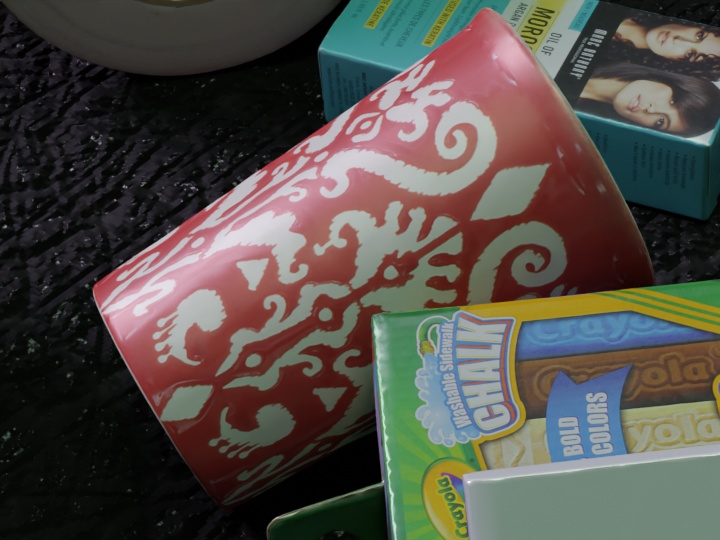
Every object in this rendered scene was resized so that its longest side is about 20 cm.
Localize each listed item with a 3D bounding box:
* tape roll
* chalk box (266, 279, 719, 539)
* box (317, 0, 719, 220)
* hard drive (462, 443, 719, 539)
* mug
[{"bbox_3d":[-0.095,-0.217,1.080,0.201,0.203,0.140,-8,46,-2],"label":"tape roll"},{"bbox_3d":[0.065,0.094,0.818,0.198,0.125,0.124,-4,46,0],"label":"chalk box"},{"bbox_3d":[0.086,-0.091,1.044,0.199,0.049,0.082,15,50,20],"label":"box"},{"bbox_3d":[0.110,0.161,0.723,0.131,0.202,0.025,-6,2,0],"label":"hard drive"},{"bbox_3d":[0.005,0.008,0.912,0.199,0.178,0.134,-32,70,-2],"label":"mug"}]
